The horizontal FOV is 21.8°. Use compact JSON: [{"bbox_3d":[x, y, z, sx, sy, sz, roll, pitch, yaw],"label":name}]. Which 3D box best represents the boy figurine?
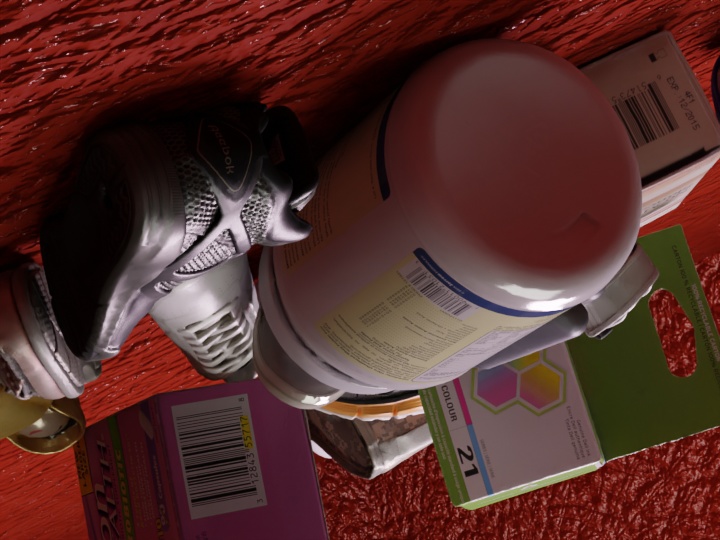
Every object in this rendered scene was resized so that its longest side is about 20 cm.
[{"bbox_3d":[-0.240,0.092,1.160,0.124,0.065,0.200,-32,169,15],"label":"boy figurine"}]

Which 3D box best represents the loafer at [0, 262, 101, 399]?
[{"bbox_3d":[-0.183,0.042,1.002,0.063,0.072,0.200,-18,175,-2],"label":"loafer"}]

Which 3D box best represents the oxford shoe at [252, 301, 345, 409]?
[{"bbox_3d":[-0.007,0.003,1.117,0.058,0.075,0.200,-56,-179,46],"label":"oxford shoe"}]

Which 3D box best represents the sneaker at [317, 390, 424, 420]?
[{"bbox_3d":[0.034,0.063,1.341,0.199,0.077,0.078,-4,-170,-20],"label":"sneaker"}]

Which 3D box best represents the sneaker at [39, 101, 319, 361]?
[{"bbox_3d":[-0.085,-0.018,0.874,0.114,0.076,0.199,-14,163,-27],"label":"sneaker"}]

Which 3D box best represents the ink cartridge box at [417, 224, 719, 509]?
[{"bbox_3d":[0.139,0.059,1.247,0.200,0.148,0.076,-19,169,8],"label":"ink cartridge box"}]

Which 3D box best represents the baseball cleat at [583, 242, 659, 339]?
[{"bbox_3d":[0.129,-0.036,1.092,0.070,0.106,0.200,-47,150,-23],"label":"baseball cleat"}]

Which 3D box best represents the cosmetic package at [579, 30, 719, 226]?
[{"bbox_3d":[0.166,-0.077,1.238,0.103,0.087,0.200,-26,172,-2],"label":"cosmetic package"}]

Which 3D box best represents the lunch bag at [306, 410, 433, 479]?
[{"bbox_3d":[0.032,0.075,1.467,0.164,0.118,0.200,-23,-154,-21],"label":"lunch bag"}]

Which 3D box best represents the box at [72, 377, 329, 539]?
[{"bbox_3d":[-0.101,0.170,1.190,0.096,0.176,0.200,-8,172,-24],"label":"box"}]

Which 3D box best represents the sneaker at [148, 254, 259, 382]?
[{"bbox_3d":[-0.088,0.021,1.108,0.076,0.081,0.200,-24,171,1],"label":"sneaker"}]

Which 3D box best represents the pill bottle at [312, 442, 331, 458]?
[{"bbox_3d":[0.029,0.080,1.728,0.200,0.120,0.120,-29,172,17],"label":"pill bottle"}]

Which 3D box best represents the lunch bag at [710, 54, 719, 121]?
[{"bbox_3d":[0.319,-0.090,1.253,0.160,0.200,0.076,-27,138,26],"label":"lunch bag"}]

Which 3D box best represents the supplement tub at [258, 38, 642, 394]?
[{"bbox_3d":[0.040,-0.020,0.999,0.145,0.145,0.200,-20,171,-33],"label":"supplement tub"}]

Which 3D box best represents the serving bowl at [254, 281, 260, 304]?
[{"bbox_3d":[0.000,0.000,1.299,0.200,0.066,0.200,-25,172,-4],"label":"serving bowl"}]

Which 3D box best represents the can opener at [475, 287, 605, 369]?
[{"bbox_3d":[0.067,0.024,1.124,0.053,0.067,0.200,-61,-165,-25],"label":"can opener"}]
